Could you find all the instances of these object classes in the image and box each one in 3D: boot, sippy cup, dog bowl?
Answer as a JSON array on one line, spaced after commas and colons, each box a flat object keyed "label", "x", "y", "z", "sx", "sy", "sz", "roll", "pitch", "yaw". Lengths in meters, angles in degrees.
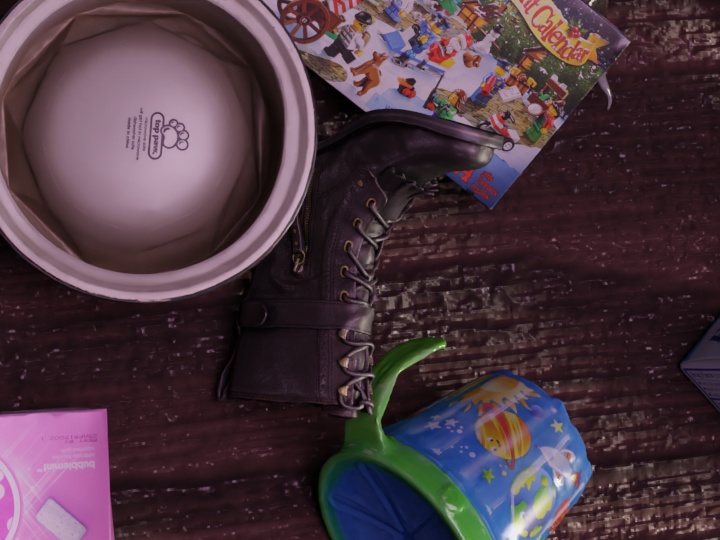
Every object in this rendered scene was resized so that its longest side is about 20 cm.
[{"label": "boot", "x": 0.000, "y": 0.000, "z": 1.540, "sx": 0.069, "sy": 0.200, "sz": 0.174, "roll": 12, "pitch": 76, "yaw": -49}, {"label": "sippy cup", "x": 0.065, "y": 0.132, "z": 1.596, "sx": 0.130, "sy": 0.140, "sz": 0.178, "roll": -37, "pitch": 149, "yaw": -32}, {"label": "dog bowl", "x": -0.128, "y": -0.079, "z": 1.509, "sx": 0.200, "sy": 0.074, "sz": 0.200, "roll": 1, "pitch": 86, "yaw": -8}]

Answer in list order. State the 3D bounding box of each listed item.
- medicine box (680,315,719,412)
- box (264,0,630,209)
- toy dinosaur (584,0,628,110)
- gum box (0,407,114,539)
[{"label": "medicine box", "x": 0.348, "y": 0.065, "z": 1.741, "sx": 0.200, "sy": 0.103, "sz": 0.182, "roll": 48, "pitch": 70, "yaw": -17}, {"label": "box", "x": 0.045, "y": -0.151, "z": 1.601, "sx": 0.200, "sy": 0.038, "sz": 0.137, "roll": 37, "pitch": 100, "yaw": -16}, {"label": "toy dinosaur", "x": 0.106, "y": -0.192, "z": 1.647, "sx": 0.200, "sy": 0.077, "sz": 0.102, "roll": 28, "pitch": 70, "yaw": -25}, {"label": "gum box", "x": -0.234, "y": 0.138, "z": 1.480, "sx": 0.200, "sy": 0.066, "sz": 0.114, "roll": -2, "pitch": 89, "yaw": -26}]
